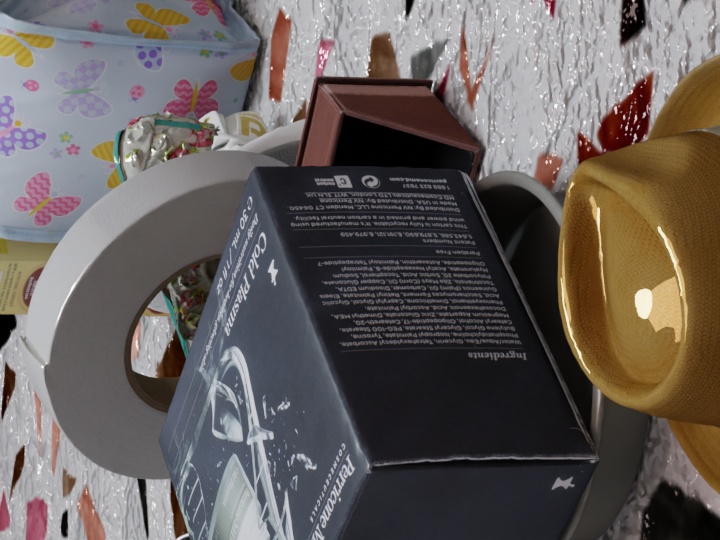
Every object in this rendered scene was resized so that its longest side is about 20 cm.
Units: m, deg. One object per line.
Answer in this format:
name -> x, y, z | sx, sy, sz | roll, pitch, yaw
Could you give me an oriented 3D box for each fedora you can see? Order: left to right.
fedora -> 0.137, 0.002, 1.049 | 0.201, 0.082, 0.201 | -178, 90, -66

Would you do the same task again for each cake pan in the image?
cake pan -> 0.083, 0.052, 1.228 | 0.200, 0.037, 0.201 | -179, 90, -67

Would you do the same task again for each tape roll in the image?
tape roll -> -0.092, 0.027, 1.423 | 0.037, 0.203, 0.203 | 47, 132, 45

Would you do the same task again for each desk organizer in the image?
desk organizer -> 0.000, 0.000, 1.380 | 0.077, 0.072, 0.200 | -126, 43, -51

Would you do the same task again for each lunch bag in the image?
lunch bag -> -0.187, -0.115, 1.649 | 0.127, 0.200, 0.170 | -120, 38, -49

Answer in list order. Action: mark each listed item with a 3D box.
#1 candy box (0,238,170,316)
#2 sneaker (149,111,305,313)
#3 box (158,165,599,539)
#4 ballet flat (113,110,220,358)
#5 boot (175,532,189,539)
candy box -> -0.220, -0.026, 1.720 | 0.116, 0.200, 0.055 | -112, 34, -42
sneaker -> -0.069, -0.066, 1.534 | 0.200, 0.074, 0.116 | -33, 35, 40
box -> 0.001, 0.086, 1.221 | 0.197, 0.124, 0.200 | -114, 34, -41
ballet flat -> -0.089, -0.010, 1.459 | 0.200, 0.064, 0.076 | 74, -168, -45
boot -> -0.065, 0.152, 1.398 | 0.200, 0.095, 0.074 | 171, 99, -66
